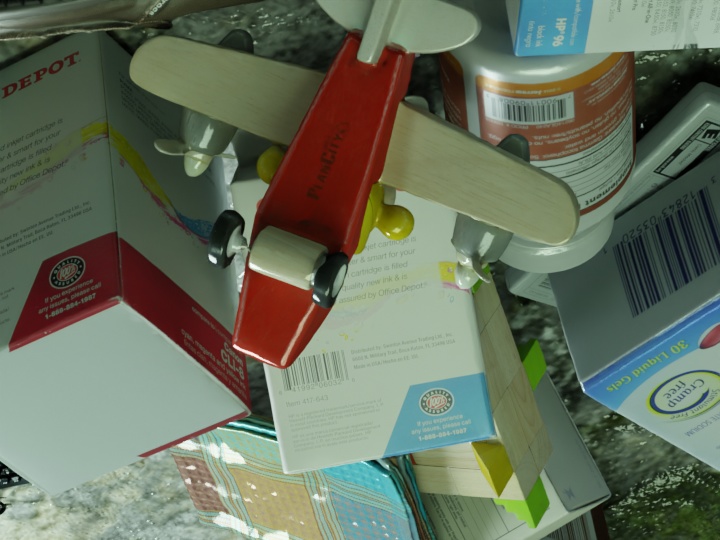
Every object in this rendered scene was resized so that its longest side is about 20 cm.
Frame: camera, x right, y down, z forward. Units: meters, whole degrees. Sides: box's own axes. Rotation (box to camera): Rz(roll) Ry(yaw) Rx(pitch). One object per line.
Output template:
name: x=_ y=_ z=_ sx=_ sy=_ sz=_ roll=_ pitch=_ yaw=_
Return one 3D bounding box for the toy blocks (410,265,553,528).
toy blocks: x=0.037 y=0.073 z=1.722 sx=0.136 sy=0.100 sz=0.201 roll=2 pitch=129 yaw=32

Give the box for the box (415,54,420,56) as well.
box: x=0.028 y=-0.198 z=1.437 sx=0.041 sy=0.039 sz=0.201 roll=2 pitch=141 yaw=-10

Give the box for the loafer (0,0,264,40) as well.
loafer: x=-0.128 y=-0.154 z=1.438 sx=0.198 sy=0.073 sz=0.071 roll=-9 pitch=142 yaw=2

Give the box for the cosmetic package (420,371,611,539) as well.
cosmetic package: x=0.062 y=0.162 z=1.831 sx=0.199 sy=0.104 sz=0.073 roll=-33 pitch=168 yaw=29

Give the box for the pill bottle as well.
pill bottle: x=0.103 y=-0.092 z=1.525 sx=0.111 sy=0.113 sz=0.201 roll=-8 pitch=142 yaw=0

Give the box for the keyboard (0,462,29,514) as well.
keyboard: x=-0.283 y=0.149 z=1.822 sx=0.199 sy=0.040 sz=0.104 roll=-11 pitch=141 yaw=5

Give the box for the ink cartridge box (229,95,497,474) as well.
ink cartridge box: x=0.000 y=0.000 z=1.562 sx=0.128 sy=0.125 sz=0.201 roll=-9 pitch=100 yaw=2

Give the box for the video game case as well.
video game case: x=0.219 y=-0.028 z=1.672 sx=0.181 sy=0.022 sz=0.200 roll=17 pitch=134 yaw=-33

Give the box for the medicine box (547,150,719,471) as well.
medicine box: x=0.251 y=0.025 z=1.646 sx=0.182 sy=0.103 sz=0.200 roll=-35 pitch=137 yaw=27

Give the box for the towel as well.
towel: x=-0.042 y=0.152 z=1.789 sx=0.199 sy=0.022 sz=0.147 roll=12 pitch=141 yaw=28

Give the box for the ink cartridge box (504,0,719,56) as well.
ink cartridge box: x=0.176 y=-0.181 z=1.420 sx=0.198 sy=0.117 sz=0.068 roll=-3 pitch=143 yaw=-5

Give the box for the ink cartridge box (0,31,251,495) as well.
ink cartridge box: x=-0.164 y=-0.006 z=1.519 sx=0.145 sy=0.201 sz=0.145 roll=-23 pitch=142 yaw=20

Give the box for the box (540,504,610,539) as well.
box: x=0.087 y=0.234 z=1.965 sx=0.100 sy=0.075 sz=0.200 roll=21 pitch=132 yaw=-33

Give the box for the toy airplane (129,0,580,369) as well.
toy airplane: x=-0.006 y=-0.067 z=1.423 sx=0.198 sy=0.201 sz=0.141 roll=-24 pitch=166 yaw=2
